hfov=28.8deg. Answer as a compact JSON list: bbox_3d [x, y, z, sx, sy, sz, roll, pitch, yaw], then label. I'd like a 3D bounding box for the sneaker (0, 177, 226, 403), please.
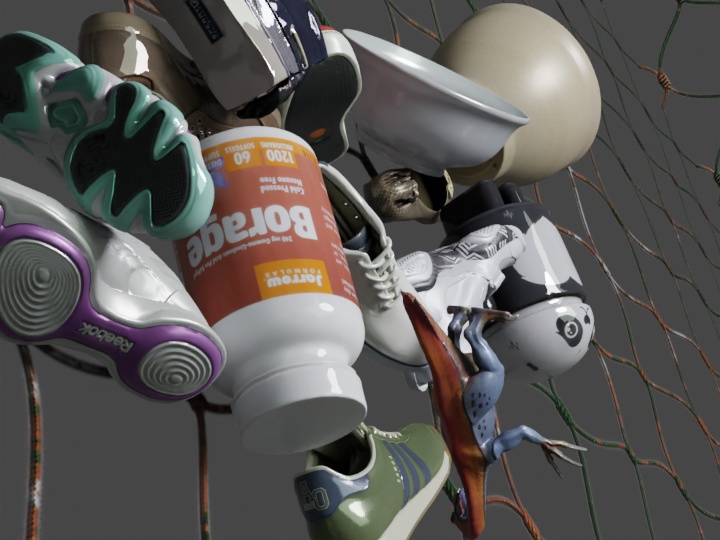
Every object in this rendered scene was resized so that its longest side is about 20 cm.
[{"bbox_3d":[-0.165,0.004,0.799,0.200,0.075,0.100,41,10,-40],"label":"sneaker"}]

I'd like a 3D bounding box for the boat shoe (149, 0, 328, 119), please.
[{"bbox_3d":[-0.099,-0.207,0.988,0.201,0.075,0.093,63,34,-9],"label":"boat shoe"}]

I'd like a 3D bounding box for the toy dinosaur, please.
[{"bbox_3d":[0.074,0.119,1.106,0.199,0.105,0.182,13,86,-33],"label":"toy dinosaur"}]

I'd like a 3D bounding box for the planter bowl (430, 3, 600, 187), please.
[{"bbox_3d":[0.141,-0.172,1.517,0.135,0.200,0.201,-37,98,-42],"label":"planter bowl"}]

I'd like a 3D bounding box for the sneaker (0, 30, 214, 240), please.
[{"bbox_3d":[-0.132,-0.062,0.842,0.200,0.078,0.140,39,-1,33],"label":"sneaker"}]

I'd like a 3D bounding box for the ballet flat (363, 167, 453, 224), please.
[{"bbox_3d":[0.059,-0.081,1.389,0.068,0.046,0.200,64,22,5],"label":"ballet flat"}]

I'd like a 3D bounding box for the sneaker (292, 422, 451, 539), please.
[{"bbox_3d":[0.007,0.135,0.990,0.090,0.067,0.200,62,24,-10],"label":"sneaker"}]

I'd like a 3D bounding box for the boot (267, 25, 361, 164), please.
[{"bbox_3d":[-0.060,-0.180,1.142,0.200,0.072,0.145,104,-37,-72],"label":"boot"}]

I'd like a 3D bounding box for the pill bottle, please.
[{"bbox_3d":[-0.061,0.014,0.930,0.112,0.112,0.201,28,39,-53],"label":"pill bottle"}]

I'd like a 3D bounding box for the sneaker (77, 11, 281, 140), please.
[{"bbox_3d":[-0.132,-0.112,1.011,0.200,0.070,0.076,26,60,-50],"label":"sneaker"}]

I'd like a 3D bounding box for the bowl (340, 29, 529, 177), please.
[{"bbox_3d":[0.056,-0.151,1.355,0.200,0.091,0.201,24,13,-6],"label":"bowl"}]

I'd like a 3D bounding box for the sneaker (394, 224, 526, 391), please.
[{"bbox_3d":[0.087,0.033,1.236,0.200,0.075,0.115,-19,86,-43],"label":"sneaker"}]

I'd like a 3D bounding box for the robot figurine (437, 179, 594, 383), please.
[{"bbox_3d":[0.152,0.011,1.373,0.125,0.150,0.201,107,-36,-66],"label":"robot figurine"}]

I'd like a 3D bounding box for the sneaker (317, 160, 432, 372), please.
[{"bbox_3d":[0.000,0.000,1.108,0.200,0.071,0.073,49,64,-11],"label":"sneaker"}]
